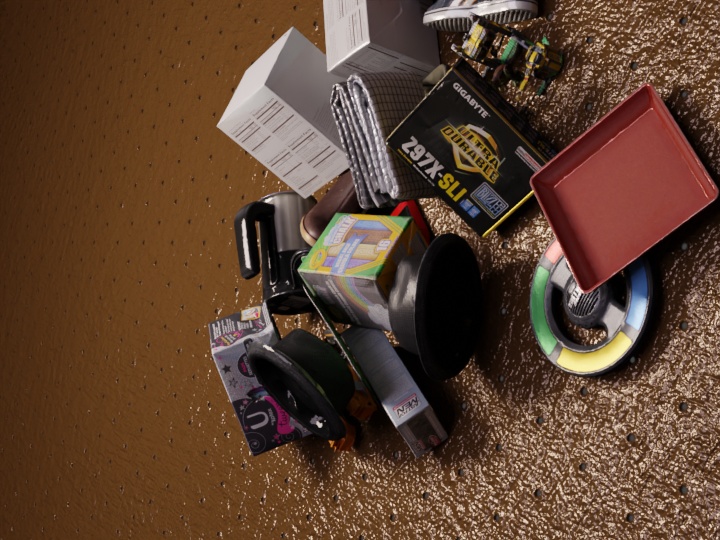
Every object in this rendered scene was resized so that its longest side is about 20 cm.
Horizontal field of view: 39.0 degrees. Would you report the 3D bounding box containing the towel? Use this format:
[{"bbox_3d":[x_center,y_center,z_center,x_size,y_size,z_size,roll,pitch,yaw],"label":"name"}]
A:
[{"bbox_3d":[0.045,-0.194,1.526,0.085,0.165,0.203,-19,87,36],"label":"towel"}]

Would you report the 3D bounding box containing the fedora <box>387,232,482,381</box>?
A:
[{"bbox_3d":[0.094,0.049,1.414,0.090,0.199,0.205,3,84,35],"label":"fedora"}]

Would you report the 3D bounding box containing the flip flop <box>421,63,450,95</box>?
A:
[{"bbox_3d":[0.075,-0.270,1.629,0.199,0.057,0.083,-17,68,50],"label":"flip flop"}]

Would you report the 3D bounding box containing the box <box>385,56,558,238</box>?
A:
[{"bbox_3d":[0.155,-0.166,1.407,0.160,0.200,0.049,-42,6,40],"label":"box"}]

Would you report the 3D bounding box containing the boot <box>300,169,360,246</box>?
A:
[{"bbox_3d":[-0.018,-0.130,1.629,0.167,0.072,0.200,-54,2,28],"label":"boot"}]

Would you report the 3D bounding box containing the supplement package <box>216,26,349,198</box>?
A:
[{"bbox_3d":[-0.103,-0.262,1.709,0.150,0.199,0.153,-30,30,45],"label":"supplement package"}]

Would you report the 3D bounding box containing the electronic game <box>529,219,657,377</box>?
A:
[{"bbox_3d":[0.290,0.034,1.288,0.199,0.041,0.204,-17,69,50],"label":"electronic game"}]

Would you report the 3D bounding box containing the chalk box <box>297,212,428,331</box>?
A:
[{"bbox_3d":[0.000,0.000,1.527,0.198,0.125,0.125,7,52,41],"label":"chalk box"}]

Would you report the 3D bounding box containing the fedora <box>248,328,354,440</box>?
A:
[{"bbox_3d":[-0.078,0.162,1.559,0.092,0.202,0.199,-45,29,-25],"label":"fedora"}]

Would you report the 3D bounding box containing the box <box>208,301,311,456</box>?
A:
[{"bbox_3d":[-0.169,0.180,1.693,0.132,0.113,0.203,-119,9,-68],"label":"box"}]

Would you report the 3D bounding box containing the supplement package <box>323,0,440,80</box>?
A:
[{"bbox_3d":[0.031,-0.410,1.641,0.110,0.154,0.204,-24,63,46],"label":"supplement package"}]

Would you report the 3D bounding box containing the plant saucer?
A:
[{"bbox_3d":[0.323,-0.097,1.248,0.199,0.036,0.202,-40,47,26],"label":"plant saucer"}]

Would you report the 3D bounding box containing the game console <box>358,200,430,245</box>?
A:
[{"bbox_3d":[0.032,-0.039,1.661,0.201,0.031,0.179,-51,41,32],"label":"game console"}]

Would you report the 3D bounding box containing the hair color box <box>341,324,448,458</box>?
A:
[{"bbox_3d":[0.049,0.169,1.516,0.060,0.099,0.201,-32,47,-1],"label":"hair color box"}]

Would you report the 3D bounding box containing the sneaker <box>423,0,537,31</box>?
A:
[{"bbox_3d":[0.180,-0.406,1.511,0.198,0.078,0.081,2,88,42],"label":"sneaker"}]

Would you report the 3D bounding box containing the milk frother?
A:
[{"bbox_3d":[-0.099,-0.048,1.740,0.197,0.180,0.191,-16,68,22],"label":"milk frother"}]

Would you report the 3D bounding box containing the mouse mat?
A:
[{"bbox_3d":[-0.019,0.122,1.503,0.007,0.161,0.201,-32,57,-1],"label":"mouse mat"}]

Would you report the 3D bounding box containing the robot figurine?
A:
[{"bbox_3d":[-0.048,0.191,1.680,0.146,0.058,0.201,-59,42,24],"label":"robot figurine"}]

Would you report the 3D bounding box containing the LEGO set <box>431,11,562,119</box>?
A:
[{"bbox_3d":[0.179,-0.268,1.443,0.201,0.114,0.155,-57,43,28],"label":"LEGO set"}]
